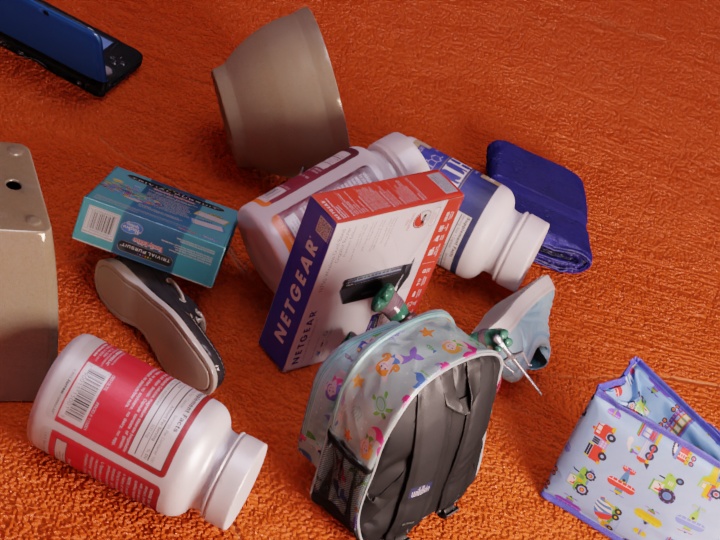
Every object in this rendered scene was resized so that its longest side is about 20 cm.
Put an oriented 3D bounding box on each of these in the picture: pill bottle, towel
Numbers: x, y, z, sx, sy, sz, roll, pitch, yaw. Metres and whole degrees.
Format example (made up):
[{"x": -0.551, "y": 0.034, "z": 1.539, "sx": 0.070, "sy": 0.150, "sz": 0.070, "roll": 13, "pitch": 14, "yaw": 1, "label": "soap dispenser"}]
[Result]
[{"x": -0.023, "y": -0.062, "z": 1.711, "sx": 0.199, "sy": 0.115, "sz": 0.114, "roll": -29, "pitch": 55, "yaw": -18, "label": "pill bottle"}, {"x": -0.189, "y": 0.149, "z": 1.423, "sx": 0.198, "sy": 0.113, "sz": 0.112, "roll": 27, "pitch": 35, "yaw": 6, "label": "pill bottle"}, {"x": 0.220, "y": -0.078, "z": 2.015, "sx": 0.146, "sy": 0.050, "sz": 0.201, "roll": 24, "pitch": 34, "yaw": -11, "label": "towel"}, {"x": 0.115, "y": -0.061, "z": 1.864, "sx": 0.198, "sy": 0.121, "sz": 0.120, "roll": 28, "pitch": 35, "yaw": 8, "label": "pill bottle"}]

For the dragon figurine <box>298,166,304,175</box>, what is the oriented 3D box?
[{"x": -0.003, "y": -0.036, "z": 1.818, "sx": 0.098, "sy": 0.059, "sz": 0.201, "roll": -5, "pitch": 44, "yaw": -34, "label": "dragon figurine"}]

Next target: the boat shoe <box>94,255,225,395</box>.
[{"x": -0.191, "y": 0.049, "z": 1.595, "sx": 0.060, "sy": 0.075, "sz": 0.199, "roll": -19, "pitch": 44, "yaw": -38, "label": "boat shoe"}]

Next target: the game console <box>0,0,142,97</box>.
[{"x": -0.371, "y": -0.310, "z": 1.923, "sx": 0.198, "sy": 0.119, "sz": 0.171, "roll": 28, "pitch": 35, "yaw": 7, "label": "game console"}]

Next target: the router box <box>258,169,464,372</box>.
[{"x": 0.000, "y": 0.000, "z": 1.650, "sx": 0.178, "sy": 0.202, "sz": 0.049, "roll": -15, "pitch": 48, "yaw": -39, "label": "router box"}]

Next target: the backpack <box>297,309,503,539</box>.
[{"x": 0.041, "y": 0.133, "z": 1.486, "sx": 0.176, "sy": 0.202, "sz": 0.150, "roll": -22, "pitch": 53, "yaw": -38, "label": "backpack"}]

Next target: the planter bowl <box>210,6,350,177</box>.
[{"x": -0.101, "y": -0.197, "z": 1.886, "sx": 0.133, "sy": 0.202, "sz": 0.201, "roll": -16, "pitch": 44, "yaw": -5, "label": "planter bowl"}]

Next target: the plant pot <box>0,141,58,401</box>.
[{"x": -0.379, "y": -0.012, "z": 1.473, "sx": 0.197, "sy": 0.178, "sz": 0.201, "roll": 3, "pitch": 40, "yaw": -26, "label": "plant pot"}]

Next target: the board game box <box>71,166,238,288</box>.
[{"x": -0.210, "y": -0.048, "z": 1.667, "sx": 0.149, "sy": 0.047, "sz": 0.200, "roll": 20, "pitch": 11, "yaw": -4, "label": "board game box"}]

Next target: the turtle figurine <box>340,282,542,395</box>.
[{"x": 0.079, "y": 0.110, "z": 1.642, "sx": 0.199, "sy": 0.101, "sz": 0.151, "roll": 35, "pitch": 78, "yaw": -5, "label": "turtle figurine"}]

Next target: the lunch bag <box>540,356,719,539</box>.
[{"x": 0.303, "y": 0.214, "z": 1.577, "sx": 0.199, "sy": 0.152, "sz": 0.094, "roll": 38, "pitch": 37, "yaw": 21, "label": "lunch bag"}]

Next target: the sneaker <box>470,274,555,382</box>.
[{"x": 0.183, "y": 0.072, "z": 1.790, "sx": 0.082, "sy": 0.074, "sz": 0.200, "roll": 57, "pitch": 33, "yaw": -3, "label": "sneaker"}]
